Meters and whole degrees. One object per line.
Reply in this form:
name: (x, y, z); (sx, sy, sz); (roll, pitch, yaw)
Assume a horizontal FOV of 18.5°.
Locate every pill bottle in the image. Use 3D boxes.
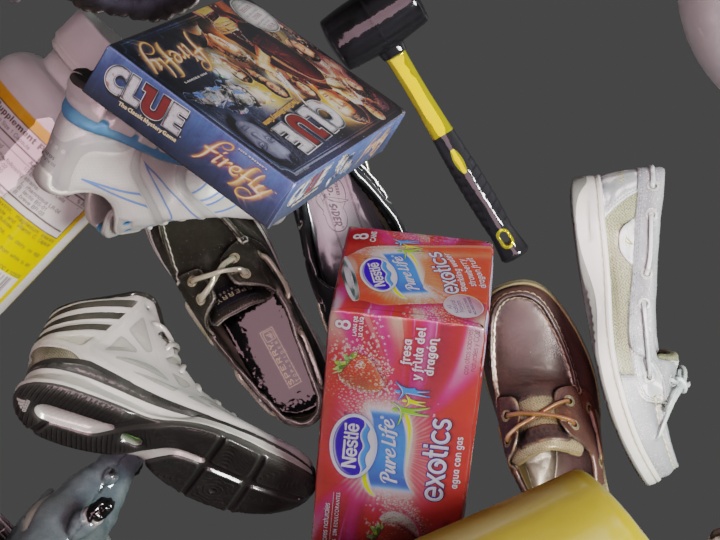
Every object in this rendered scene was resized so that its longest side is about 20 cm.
pill bottle: (-0.215, -0.066, 1.403); (0.113, 0.113, 0.200); (44, 95, -1)

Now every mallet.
mallet: (0.041, -0.090, 1.429); (0.066, 0.041, 0.200); (-24, 97, 5)

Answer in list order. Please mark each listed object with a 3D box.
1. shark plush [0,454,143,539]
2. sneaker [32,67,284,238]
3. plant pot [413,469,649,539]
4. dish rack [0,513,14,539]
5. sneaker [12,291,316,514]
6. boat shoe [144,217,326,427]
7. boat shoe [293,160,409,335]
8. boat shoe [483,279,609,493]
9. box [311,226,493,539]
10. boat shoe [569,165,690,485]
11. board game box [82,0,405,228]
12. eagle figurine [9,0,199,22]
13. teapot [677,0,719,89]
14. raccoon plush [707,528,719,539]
shark plush: (-0.173, 0.168, 1.414); (0.200, 0.083, 0.091); (-40, 92, -28)
sneaker: (-0.125, -0.055, 1.362); (0.075, 0.200, 0.087); (42, 103, 41)
plant pot: (0.087, 0.220, 1.297); (0.189, 0.201, 0.201); (-35, 92, -8)
dish rack: (-0.296, 0.239, 1.461); (0.200, 0.055, 0.153); (-40, 93, 3)
sneaker: (-0.113, 0.073, 1.413); (0.200, 0.115, 0.076); (23, 137, -12)
boat shoe: (-0.078, 0.012, 1.426); (0.071, 0.064, 0.200); (-34, 92, 5)
boat shoe: (0.002, -0.001, 1.420); (0.074, 0.066, 0.200); (-15, 94, 3)
boat shoe: (0.123, 0.105, 1.419); (0.072, 0.072, 0.200); (-11, 94, 4)
box: (0.025, 0.085, 1.370); (0.095, 0.100, 0.200); (7, 123, 3)
boat shoe: (0.179, 0.035, 1.412); (0.065, 0.074, 0.202); (-11, 87, 8)
board game box: (-0.064, -0.101, 1.328); (0.135, 0.200, 0.035); (36, 114, 6)
eagle figurine: (-0.139, -0.226, 1.368); (0.200, 0.151, 0.152); (18, 84, 9)
teapot: (0.289, -0.181, 1.353); (0.200, 0.146, 0.197); (42, 95, 0)
raccoon plush: (0.264, 0.251, 1.390); (0.097, 0.134, 0.200); (-36, 92, 4)
